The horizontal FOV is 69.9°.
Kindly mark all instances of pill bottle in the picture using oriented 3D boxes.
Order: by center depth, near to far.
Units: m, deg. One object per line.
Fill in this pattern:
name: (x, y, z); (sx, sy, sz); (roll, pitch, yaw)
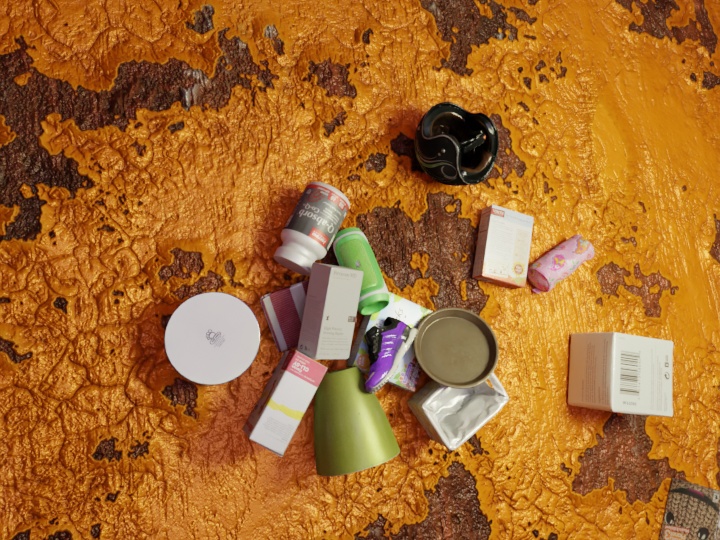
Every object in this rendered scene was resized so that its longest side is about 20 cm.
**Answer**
pill bottle: (-0.115, -0.096, 1.203); (0.116, 0.116, 0.200); (28, 74, -11)

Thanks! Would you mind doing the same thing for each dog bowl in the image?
dog bowl: (-0.320, 0.147, 1.120); (0.200, 0.079, 0.200); (3, 80, -17)

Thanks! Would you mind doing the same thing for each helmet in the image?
helmet: (0.231, -0.318, 1.308); (0.200, 0.191, 0.200); (-20, 125, -30)

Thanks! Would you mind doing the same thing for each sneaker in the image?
sneaker: (0.043, 0.180, 1.152); (0.099, 0.070, 0.200); (37, 49, 2)

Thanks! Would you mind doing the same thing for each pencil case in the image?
pencil case: (0.548, -0.018, 1.419); (0.200, 0.087, 0.087); (-34, 92, -18)

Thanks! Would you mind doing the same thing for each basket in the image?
basket: (0.228, 0.313, 1.243); (0.200, 0.123, 0.136); (-35, 92, -20)

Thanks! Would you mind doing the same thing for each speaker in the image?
speaker: (0.000, 0.000, 1.211); (0.088, 0.088, 0.200); (-13, 64, -19)

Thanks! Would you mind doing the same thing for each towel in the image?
towel: (-0.118, 0.092, 1.198); (0.200, 0.023, 0.144); (-20, 107, -13)

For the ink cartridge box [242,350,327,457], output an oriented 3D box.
ink cartridge box: (-0.166, 0.279, 1.112); (0.083, 0.145, 0.200); (31, 73, -11)

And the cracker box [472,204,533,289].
cracker box: (0.383, -0.062, 1.385); (0.134, 0.058, 0.200); (15, 78, -16)

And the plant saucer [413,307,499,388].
plant saucer: (0.222, 0.182, 1.207); (0.200, 0.029, 0.200); (1, 60, -2)

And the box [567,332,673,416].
box: (0.686, 0.273, 1.367); (0.200, 0.171, 0.199); (10, 79, -16)

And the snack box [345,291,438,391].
snack box: (0.079, 0.168, 1.248); (0.168, 0.068, 0.200); (25, 73, -12)

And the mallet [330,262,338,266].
mallet: (-0.120, 0.055, 1.222); (0.200, 0.041, 0.066); (-33, 93, -15)

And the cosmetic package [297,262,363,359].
cosmetic package: (-0.065, 0.089, 1.132); (0.102, 0.074, 0.200); (8, 94, -44)

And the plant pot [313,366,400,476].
plant pot: (-0.029, 0.319, 1.134); (0.187, 0.187, 0.200); (-12, 82, -19)

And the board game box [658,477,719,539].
board game box: (0.915, 0.687, 1.381); (0.097, 0.159, 0.200); (25, 75, -11)
